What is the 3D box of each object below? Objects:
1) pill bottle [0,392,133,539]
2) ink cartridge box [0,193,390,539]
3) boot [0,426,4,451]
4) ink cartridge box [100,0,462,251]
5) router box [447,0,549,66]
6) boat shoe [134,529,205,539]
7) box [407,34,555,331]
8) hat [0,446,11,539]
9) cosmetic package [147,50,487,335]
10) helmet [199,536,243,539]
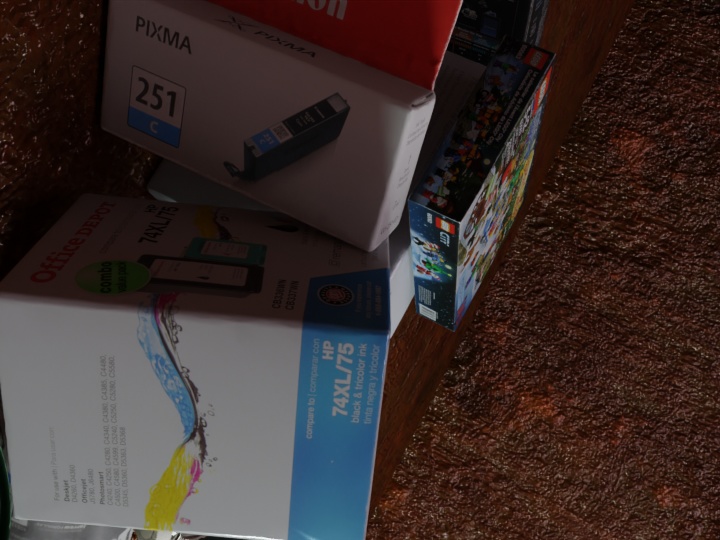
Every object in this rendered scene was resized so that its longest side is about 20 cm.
[{"bbox_3d":[-0.221,0.185,0.576,0.114,0.113,0.201,-33,146,-62],"label":"pill bottle"},{"bbox_3d":[-0.088,0.054,0.482,0.147,0.198,0.147,-88,-176,-64],"label":"ink cartridge box"},{"bbox_3d":[-0.273,0.179,0.467,0.200,0.073,0.151,-52,160,-26],"label":"boot"},{"bbox_3d":[-0.051,-0.130,0.461,0.045,0.199,0.177,-45,155,-56],"label":"ink cartridge box"},{"bbox_3d":[0.051,-0.225,0.644,0.062,0.199,0.150,-60,165,-23],"label":"router box"},{"bbox_3d":[-0.145,0.106,0.623,0.059,0.201,0.072,3,160,-35],"label":"boat shoe"},{"bbox_3d":[0.085,-0.052,0.588,0.137,0.038,0.200,-59,164,-17],"label":"box"},{"bbox_3d":[-0.205,0.147,0.316,0.165,0.176,0.202,5,92,-37],"label":"hat"},{"bbox_3d":[-0.019,-0.085,0.642,0.200,0.199,0.123,-60,164,-10],"label":"cosmetic package"},{"bbox_3d":[-0.138,0.258,0.862,0.200,0.199,0.191,-52,144,-35],"label":"helmet"}]
